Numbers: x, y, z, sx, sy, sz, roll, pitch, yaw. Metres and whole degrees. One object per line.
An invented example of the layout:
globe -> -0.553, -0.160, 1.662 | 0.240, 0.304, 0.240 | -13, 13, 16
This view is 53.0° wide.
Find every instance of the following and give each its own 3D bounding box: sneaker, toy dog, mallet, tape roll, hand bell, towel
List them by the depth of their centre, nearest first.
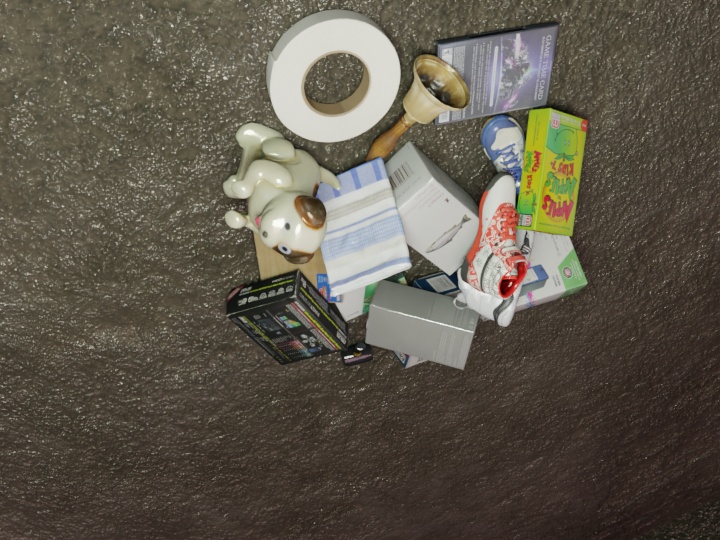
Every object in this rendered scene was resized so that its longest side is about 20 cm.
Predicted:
tape roll -> -0.040, -0.286, 1.077 | 0.202, 0.037, 0.203 | -11, 135, -11
toy dog -> -0.116, -0.099, 1.107 | 0.193, 0.200, 0.140 | 13, 127, -29
hand bell -> 0.070, -0.231, 1.139 | 0.104, 0.105, 0.200 | 14, 142, -30
towel -> -0.006, -0.071, 1.165 | 0.146, 0.201, 0.024 | -20, 161, 19
sneaker -> 0.240, -0.053, 1.191 | 0.067, 0.108, 0.202 | 6, 108, -36
sneaker -> 0.270, -0.180, 1.255 | 0.075, 0.088, 0.200 | -27, 134, 8
sneaker -> 0.238, -0.009, 1.291 | 0.114, 0.075, 0.201 | 16, 90, 12
mallet -> -0.014, 0.163, 1.440 | 0.066, 0.041, 0.200 | -15, 170, 2

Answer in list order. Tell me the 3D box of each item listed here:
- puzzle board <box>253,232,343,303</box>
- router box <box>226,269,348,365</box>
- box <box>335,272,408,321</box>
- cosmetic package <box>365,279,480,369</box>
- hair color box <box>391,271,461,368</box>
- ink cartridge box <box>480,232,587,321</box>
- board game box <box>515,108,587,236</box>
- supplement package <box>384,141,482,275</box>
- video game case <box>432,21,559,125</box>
puzzle board -> -0.106, -0.011, 1.286 | 0.150, 0.017, 0.200 | 1, 139, 1
router box -> -0.132, 0.092, 1.347 | 0.149, 0.062, 0.200 | -15, 139, 22
box -> 0.000, 0.000, 1.359 | 0.144, 0.036, 0.200 | -24, 136, 3
cosmetic package -> 0.114, 0.100, 1.353 | 0.199, 0.090, 0.107 | 18, 132, 9
hair color box -> 0.137, 0.100, 1.470 | 0.100, 0.061, 0.201 | -14, 136, -31
ink cartridge box -> 0.306, -0.003, 1.381 | 0.199, 0.146, 0.088 | -17, 168, -3
board game box -> 0.325, -0.164, 1.231 | 0.101, 0.048, 0.201 | 5, 93, -37
supplement package -> 0.120, -0.104, 1.249 | 0.117, 0.118, 0.200 | -42, 132, 17
video game case -> 0.214, -0.314, 1.158 | 0.199, 0.019, 0.143 | -13, 135, -10
